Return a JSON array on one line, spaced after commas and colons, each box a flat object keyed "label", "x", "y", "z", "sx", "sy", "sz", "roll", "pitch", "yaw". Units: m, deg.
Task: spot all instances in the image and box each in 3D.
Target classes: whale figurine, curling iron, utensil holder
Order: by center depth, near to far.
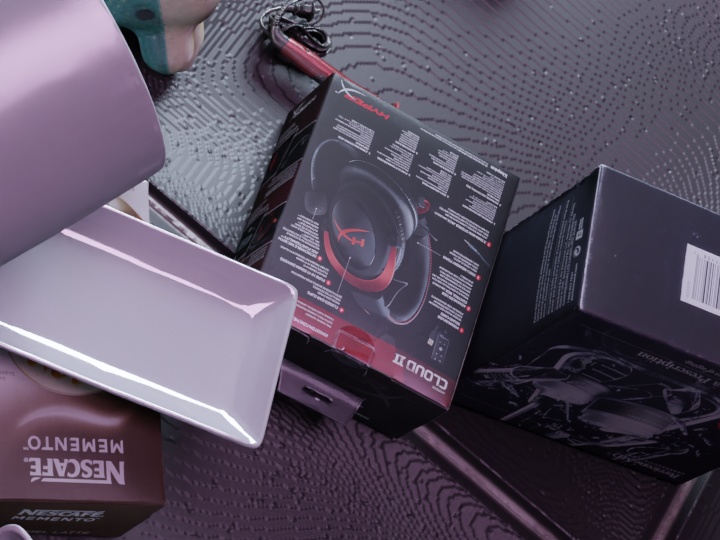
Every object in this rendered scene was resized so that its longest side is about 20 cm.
[{"label": "utensil holder", "x": -0.225, "y": -0.074, "z": 1.182, "sx": 0.200, "sy": 0.170, "sz": 0.170, "roll": -30, "pitch": 87, "yaw": -13}, {"label": "whale figurine", "x": -0.137, "y": -0.192, "z": 1.379, "sx": 0.103, "sy": 0.200, "sz": 0.160, "roll": -4, "pitch": 72, "yaw": -3}, {"label": "curling iron", "x": 0.016, "y": -0.113, "z": 1.515, "sx": 0.200, "sy": 0.026, "sz": 0.050, "roll": 40, "pitch": 61, "yaw": -10}]

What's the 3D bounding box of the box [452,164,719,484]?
[{"label": "box", "x": 0.182, "y": 0.042, "z": 1.454, "sx": 0.200, "sy": 0.182, "sz": 0.104, "roll": 21, "pitch": 63, "yaw": -20}]

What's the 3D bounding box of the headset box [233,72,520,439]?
[{"label": "headset box", "x": 0.000, "y": 0.000, "z": 1.434, "sx": 0.148, "sy": 0.075, "sz": 0.200, "roll": 28, "pitch": 60, "yaw": -17}]

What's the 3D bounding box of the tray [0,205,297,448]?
[{"label": "tray", "x": -0.136, "y": 0.022, "z": 1.286, "sx": 0.200, "sy": 0.022, "sz": 0.108, "roll": 24, "pitch": 62, "yaw": -19}]

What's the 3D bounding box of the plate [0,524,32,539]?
[{"label": "plate", "x": -0.194, "y": 0.255, "z": 1.180, "sx": 0.200, "sy": 0.199, "sz": 0.032, "roll": 60, "pitch": 24, "yaw": 3}]

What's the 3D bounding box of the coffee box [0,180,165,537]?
[{"label": "coffee box", "x": -0.181, "y": 0.048, "z": 1.313, "sx": 0.114, "sy": 0.080, "sz": 0.201, "roll": 4, "pitch": 69, "yaw": -27}]
